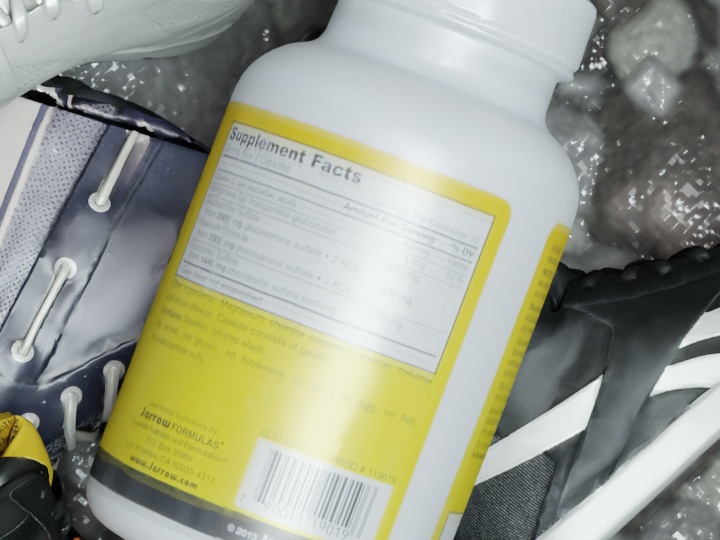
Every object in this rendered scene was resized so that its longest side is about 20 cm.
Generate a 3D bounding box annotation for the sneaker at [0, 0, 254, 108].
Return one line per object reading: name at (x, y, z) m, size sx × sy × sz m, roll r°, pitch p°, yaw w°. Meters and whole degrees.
sneaker at (-0.089, -0.100, 0.835) m, size 0.200 × 0.116 × 0.074 m, roll -23°, pitch 84°, yaw -41°

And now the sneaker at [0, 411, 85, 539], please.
sneaker at (-0.105, 0.091, 0.834) m, size 0.200 × 0.070 × 0.090 m, roll 22°, pitch 100°, yaw -42°

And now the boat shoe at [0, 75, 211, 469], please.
boat shoe at (-0.099, 0.037, 0.889) m, size 0.093 × 0.075 × 0.200 m, roll 17°, pitch 85°, yaw 5°

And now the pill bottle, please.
pill bottle at (0.000, 0.000, 0.829) m, size 0.112 × 0.112 × 0.200 m, roll 21°, pitch 89°, yaw 1°

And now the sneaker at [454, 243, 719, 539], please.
sneaker at (0.090, 0.007, 0.898) m, size 0.200 × 0.073 × 0.112 m, roll -41°, pitch 86°, yaw -5°
